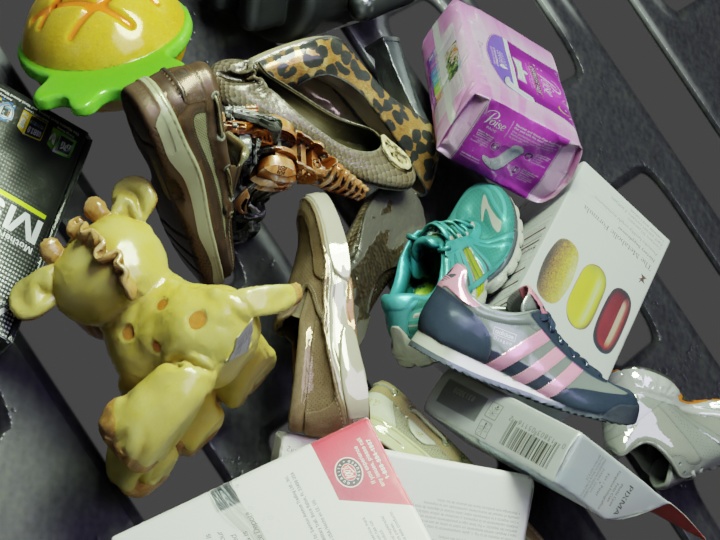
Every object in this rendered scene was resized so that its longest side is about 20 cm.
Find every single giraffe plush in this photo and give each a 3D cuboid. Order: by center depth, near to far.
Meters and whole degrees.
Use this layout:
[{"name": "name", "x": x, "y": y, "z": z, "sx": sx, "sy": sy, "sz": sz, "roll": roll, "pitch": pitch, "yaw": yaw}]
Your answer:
[{"name": "giraffe plush", "x": -0.156, "y": 0.035, "z": 1.265, "sx": 0.162, "sy": 0.201, "sz": 0.172, "roll": 41, "pitch": 50, "yaw": 10}]

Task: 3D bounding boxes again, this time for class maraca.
[{"name": "maraca", "x": -0.193, "y": -0.168, "z": 1.357, "sx": 0.136, "sy": 0.108, "sz": 0.201, "roll": -14, "pitch": 32, "yaw": -3}]

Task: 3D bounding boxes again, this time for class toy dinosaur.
[{"name": "toy dinosaur", "x": -0.087, "y": -0.079, "z": 1.393, "sx": 0.199, "sy": 0.136, "sz": 0.103, "roll": 32, "pitch": 51, "yaw": -18}]

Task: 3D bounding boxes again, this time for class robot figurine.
[{"name": "robot figurine", "x": -0.039, "y": -0.264, "z": 1.535, "sx": 0.199, "sy": 0.125, "sz": 0.151, "roll": -24, "pitch": 85, "yaw": -41}]

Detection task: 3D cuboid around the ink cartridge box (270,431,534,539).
[{"name": "ink cartridge box", "x": 0.019, "y": 0.224, "z": 1.340, "sx": 0.198, "sy": 0.045, "sz": 0.178, "roll": 11, "pitch": 85, "yaw": -12}]

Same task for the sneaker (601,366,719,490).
[{"name": "sneaker", "x": 0.294, "y": 0.160, "z": 1.595, "sx": 0.198, "sy": 0.076, "sz": 0.093, "roll": 19, "pitch": 64, "yaw": -18}]

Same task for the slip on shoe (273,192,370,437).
[{"name": "slip on shoe", "x": -0.037, "y": 0.032, "z": 1.352, "sx": 0.060, "sy": 0.076, "sz": 0.202, "roll": -6, "pitch": 67, "yaw": -8}]

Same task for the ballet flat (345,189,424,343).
[{"name": "ballet flat", "x": 0.000, "y": 0.000, "z": 1.473, "sx": 0.067, "sy": 0.046, "sz": 0.201, "roll": 47, "pitch": 44, "yaw": -20}]

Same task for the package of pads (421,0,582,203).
[{"name": "package of pads", "x": 0.122, "y": -0.151, "z": 1.578, "sx": 0.120, "sy": 0.076, "sz": 0.201, "roll": 25, "pitch": 28, "yaw": -18}]

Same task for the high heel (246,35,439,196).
[{"name": "high heel", "x": -0.019, "y": -0.123, "z": 1.514, "sx": 0.199, "sy": 0.071, "sz": 0.144, "roll": -11, "pitch": 79, "yaw": -38}]

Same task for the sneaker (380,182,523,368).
[{"name": "sneaker", "x": 0.075, "y": -0.010, "z": 1.464, "sx": 0.201, "sy": 0.077, "sz": 0.080, "roll": -59, "pitch": 135, "yaw": -41}]

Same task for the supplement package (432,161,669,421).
[{"name": "supplement package", "x": 0.166, "y": 0.027, "z": 1.537, "sx": 0.114, "sy": 0.109, "sz": 0.201, "roll": 40, "pitch": 50, "yaw": -12}]

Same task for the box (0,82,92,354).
[{"name": "box", "x": -0.311, "y": -0.063, "z": 1.284, "sx": 0.199, "sy": 0.047, "sz": 0.194, "roll": 31, "pitch": 51, "yaw": -19}]

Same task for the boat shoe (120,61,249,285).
[{"name": "boat shoe", "x": -0.111, "y": -0.068, "z": 1.307, "sx": 0.074, "sy": 0.203, "sz": 0.075, "roll": -31, "pitch": 54, "yaw": -16}]

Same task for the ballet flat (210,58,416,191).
[{"name": "ballet flat", "x": -0.035, "y": -0.122, "z": 1.459, "sx": 0.199, "sy": 0.047, "sz": 0.068, "roll": 25, "pitch": 20, "yaw": -19}]

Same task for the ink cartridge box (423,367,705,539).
[{"name": "ink cartridge box", "x": 0.163, "y": 0.162, "z": 1.425, "sx": 0.200, "sy": 0.160, "sz": 0.047, "roll": 40, "pitch": 80, "yaw": -39}]

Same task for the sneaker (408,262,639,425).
[{"name": "sneaker", "x": 0.140, "y": 0.060, "z": 1.395, "sx": 0.199, "sy": 0.070, "sz": 0.083, "roll": 21, "pitch": 90, "yaw": -18}]

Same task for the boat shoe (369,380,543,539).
[{"name": "boat shoe", "x": 0.076, "y": 0.170, "z": 1.427, "sx": 0.200, "sy": 0.073, "sz": 0.063, "roll": 37, "pitch": 55, "yaw": -5}]

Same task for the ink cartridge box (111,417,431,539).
[{"name": "ink cartridge box", "x": -0.050, "y": 0.215, "z": 1.223, "sx": 0.199, "sy": 0.085, "sz": 0.145, "roll": -25, "pitch": 61, "yaw": -8}]
